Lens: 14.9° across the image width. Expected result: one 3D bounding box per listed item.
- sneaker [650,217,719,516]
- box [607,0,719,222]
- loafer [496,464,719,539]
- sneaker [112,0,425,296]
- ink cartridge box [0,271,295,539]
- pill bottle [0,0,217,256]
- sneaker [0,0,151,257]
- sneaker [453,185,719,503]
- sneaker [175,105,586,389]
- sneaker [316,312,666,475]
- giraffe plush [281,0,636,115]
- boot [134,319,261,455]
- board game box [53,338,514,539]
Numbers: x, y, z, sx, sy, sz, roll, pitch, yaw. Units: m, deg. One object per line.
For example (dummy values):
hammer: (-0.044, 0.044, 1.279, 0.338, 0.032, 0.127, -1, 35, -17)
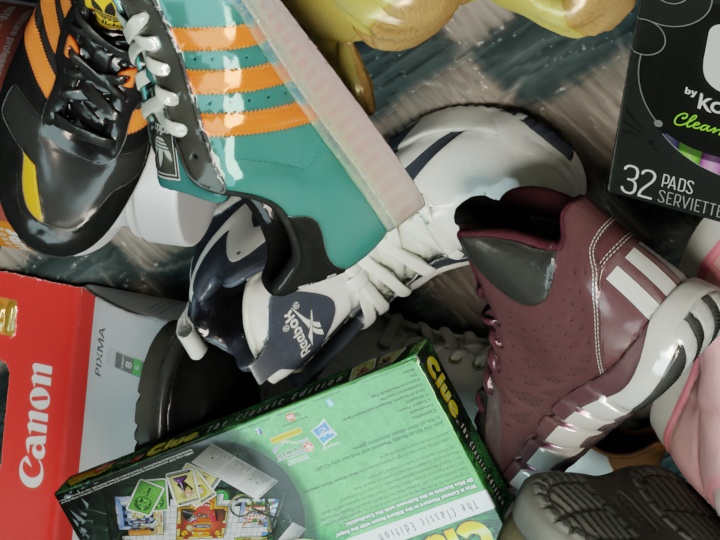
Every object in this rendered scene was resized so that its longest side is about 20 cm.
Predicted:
sneaker: (0.186, 0.048, 1.198, 0.075, 0.105, 0.201, -17, 146, -19)
box: (0.186, -0.120, 1.028, 0.148, 0.125, 0.201, 15, 136, 9)
loafer: (0.113, 0.132, 1.219, 0.070, 0.200, 0.075, -52, 56, 17)
sneaker: (-0.060, -0.074, 1.081, 0.200, 0.080, 0.071, 51, 175, -20)
ink cartridge box: (-0.126, 0.092, 1.392, 0.199, 0.050, 0.162, 10, 103, 15)
pill bottle: (-0.165, -0.068, 1.255, 0.199, 0.113, 0.113, 10, 135, 12)
sneaker: (-0.108, -0.100, 1.143, 0.070, 0.090, 0.201, 20, 96, -1)
sneaker: (0.073, 0.023, 1.201, 0.116, 0.076, 0.200, 46, 143, 2)
sneaker: (0.000, 0.000, 1.233, 0.198, 0.130, 0.080, -3, 131, 28)
sneaker: (0.057, 0.049, 1.315, 0.199, 0.073, 0.085, 32, 112, -2)
giraffe plush: (0.012, -0.144, 1.086, 0.199, 0.174, 0.162, 13, 159, -1)
boot: (-0.010, 0.118, 1.292, 0.157, 0.079, 0.212, -5, 110, 21)
board game box: (-0.032, 0.110, 1.238, 0.199, 0.023, 0.105, -21, 102, 26)
